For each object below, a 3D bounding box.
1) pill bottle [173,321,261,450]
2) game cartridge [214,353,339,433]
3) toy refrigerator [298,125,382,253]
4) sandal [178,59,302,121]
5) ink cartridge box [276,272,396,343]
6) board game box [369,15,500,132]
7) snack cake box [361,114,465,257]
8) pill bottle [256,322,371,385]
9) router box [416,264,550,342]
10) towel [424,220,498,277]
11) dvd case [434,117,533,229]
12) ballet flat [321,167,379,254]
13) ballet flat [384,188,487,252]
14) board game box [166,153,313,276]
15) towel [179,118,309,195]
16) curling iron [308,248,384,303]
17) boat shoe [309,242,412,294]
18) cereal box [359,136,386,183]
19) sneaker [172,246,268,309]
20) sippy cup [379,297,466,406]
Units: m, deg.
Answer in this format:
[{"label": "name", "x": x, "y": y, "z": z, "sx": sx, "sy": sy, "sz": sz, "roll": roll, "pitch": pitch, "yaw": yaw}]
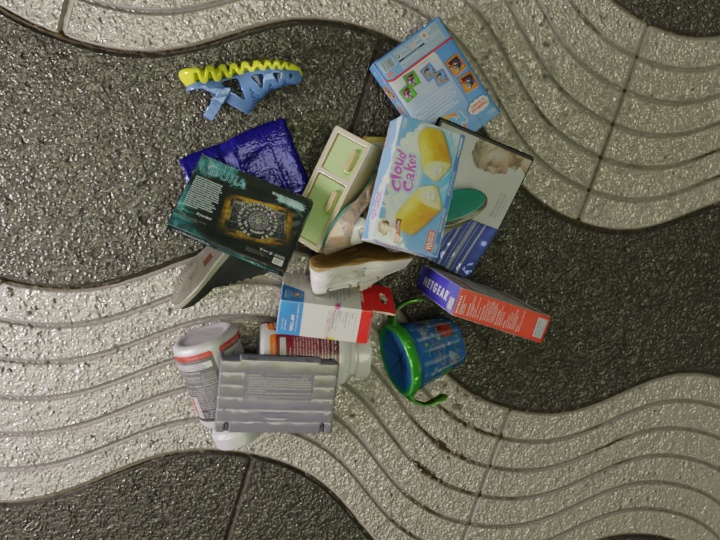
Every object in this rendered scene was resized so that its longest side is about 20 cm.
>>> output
[{"label": "pill bottle", "x": -0.242, "y": 0.202, "z": 1.097, "sx": 0.114, "sy": 0.116, "sz": 0.202, "roll": -18, "pitch": 105, "yaw": -9}, {"label": "game cartridge", "x": -0.139, "y": 0.206, "z": 1.048, "sx": 0.197, "sy": 0.038, "sz": 0.132, "roll": 5, "pitch": 96, "yaw": -15}, {"label": "toy refrigerator", "x": -0.047, "y": -0.135, "z": 1.070, "sx": 0.075, "sy": 0.070, "sz": 0.202, "roll": 31, "pitch": 100, "yaw": 17}, {"label": "sandal", "x": -0.192, "y": -0.300, "z": 1.033, "sx": 0.197, "sy": 0.080, "sz": 0.088, "roll": -9, "pitch": 107, "yaw": -3}, {"label": "ink cartridge box", "x": -0.043, "y": 0.067, "z": 1.099, "sx": 0.197, "sy": 0.116, "sz": 0.068, "roll": 8, "pitch": 113, "yaw": -7}, {"label": "board game box", "x": 0.132, "y": -0.316, "z": 1.100, "sx": 0.151, "sy": 0.037, "sz": 0.201, "roll": -38, "pitch": 98, "yaw": -11}, {"label": "snack cake box", "x": 0.084, "y": -0.132, "z": 1.006, "sx": 0.114, "sy": 0.067, "sz": 0.203, "roll": 14, "pitch": 89, "yaw": -17}, {"label": "pill bottle", "x": -0.085, "y": 0.151, "z": 1.125, "sx": 0.197, "sy": 0.113, "sz": 0.115, "roll": 1, "pitch": 101, "yaw": -13}, {"label": "router box", "x": 0.215, "y": 0.056, "z": 1.133, "sx": 0.177, "sy": 0.200, "sz": 0.049, "roll": 18, "pitch": 97, "yaw": -15}, {"label": "towel", "x": 0.156, "y": -0.079, "z": 1.151, "sx": 0.198, "sy": 0.024, "sz": 0.146, "roll": 24, "pitch": 109, "yaw": -24}, {"label": "dvd case", "x": 0.192, "y": -0.167, "z": 1.100, "sx": 0.198, "sy": 0.018, "sz": 0.144, "roll": 17, "pitch": 110, "yaw": -20}, {"label": "ballet flat", "x": 0.014, "y": -0.097, "z": 1.055, "sx": 0.067, "sy": 0.068, "sz": 0.201, "roll": 32, "pitch": 78, "yaw": 21}, {"label": "ballet flat", "x": 0.124, "y": -0.087, "z": 1.088, "sx": 0.198, "sy": 0.064, "sz": 0.068, "roll": -20, "pitch": 61, "yaw": 1}, {"label": "board game box", "x": -0.190, "y": -0.090, "z": 1.010, "sx": 0.198, "sy": 0.028, "sz": 0.137, "roll": 23, "pitch": 70, "yaw": -4}, {"label": "towel", "x": -0.192, "y": -0.157, "z": 1.071, "sx": 0.198, "sy": 0.050, "sz": 0.149, "roll": -25, "pitch": 107, "yaw": -7}, {"label": "curling iron", "x": -0.020, "y": 0.013, "z": 1.158, "sx": 0.200, "sy": 0.026, "sz": 0.050, "roll": 42, "pitch": 92, "yaw": -17}, {"label": "boat shoe", "x": 0.000, "y": 0.000, "z": 1.095, "sx": 0.198, "sy": 0.071, "sz": 0.070, "roll": -9, "pitch": 120, "yaw": -27}, {"label": "cereal box", "x": 0.093, "y": -0.168, "z": 1.141, "sx": 0.197, "sy": 0.040, "sz": 0.146, "roll": 0, "pitch": 102, "yaw": -14}, {"label": "sneaker", "x": -0.231, "y": 0.007, "z": 1.084, "sx": 0.200, "sy": 0.075, "sz": 0.106, "roll": -44, "pitch": 135, "yaw": 15}, {"label": "sippy cup", "x": 0.121, "y": 0.150, "z": 1.172, "sx": 0.129, "sy": 0.140, "sz": 0.180, "roll": -14, "pitch": 129, "yaw": -20}]
